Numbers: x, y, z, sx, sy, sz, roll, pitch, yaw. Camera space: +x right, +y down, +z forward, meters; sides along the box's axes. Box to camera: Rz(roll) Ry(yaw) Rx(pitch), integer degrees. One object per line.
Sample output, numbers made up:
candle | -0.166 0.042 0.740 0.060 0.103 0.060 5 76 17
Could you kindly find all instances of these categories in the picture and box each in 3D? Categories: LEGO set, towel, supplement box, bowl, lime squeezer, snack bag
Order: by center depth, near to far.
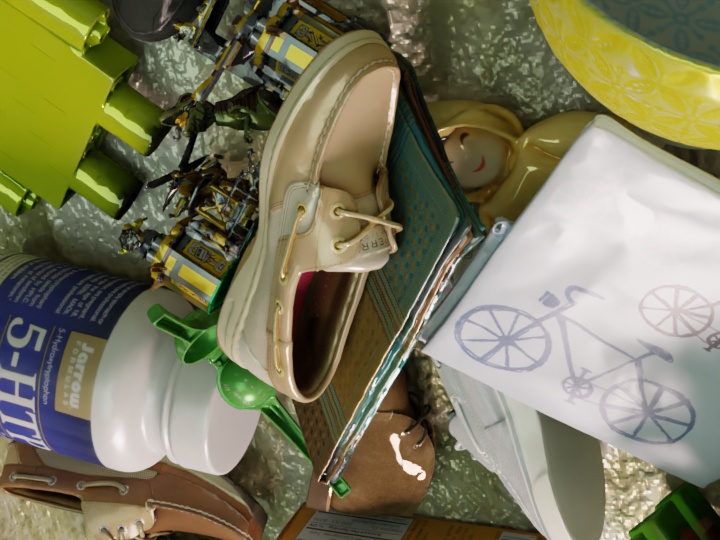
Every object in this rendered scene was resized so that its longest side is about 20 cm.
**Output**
bowl | 0.163 -0.120 0.615 0.199 0.201 0.108 22 144 12
snack bag | 0.147 0.020 0.684 0.187 0.021 0.200 26 136 -5
towel | 0.000 0.000 0.737 0.022 0.147 0.201 5 132 -26
LEGO set | -0.078 -0.087 0.743 0.115 0.154 0.201 31 119 7
lime squeezer | -0.067 0.060 0.773 0.070 0.038 0.200 27 162 46
supplement box | 0.044 0.204 0.875 0.198 0.069 0.067 4 113 24

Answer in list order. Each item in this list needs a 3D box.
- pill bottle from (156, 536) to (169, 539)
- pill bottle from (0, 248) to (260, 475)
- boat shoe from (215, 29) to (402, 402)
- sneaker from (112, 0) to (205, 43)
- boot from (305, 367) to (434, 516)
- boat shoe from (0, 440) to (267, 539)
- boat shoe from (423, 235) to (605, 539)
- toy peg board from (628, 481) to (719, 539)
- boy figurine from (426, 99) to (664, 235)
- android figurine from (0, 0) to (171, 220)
pill bottle | -0.097 0.271 0.940 0.199 0.111 0.112 24 121 12
pill bottle | -0.168 0.063 0.868 0.198 0.120 0.121 12 118 17
boat shoe | -0.013 -0.021 0.677 0.069 0.073 0.201 40 128 30
sneaker | -0.109 -0.214 0.736 0.075 0.079 0.201 25 123 9
boot | 0.017 0.080 0.826 0.075 0.074 0.201 14 133 3
boat shoe | -0.160 0.157 0.923 0.198 0.074 0.076 16 155 22
boat shoe | 0.085 0.078 0.803 0.071 0.070 0.202 -15 103 39
toy peg board | 0.218 0.147 0.706 0.098 0.200 0.199 52 123 10
boy figurine | 0.116 -0.036 0.733 0.199 0.065 0.125 36 125 0
android figurine | -0.215 -0.118 0.835 0.199 0.041 0.182 35 133 -3
